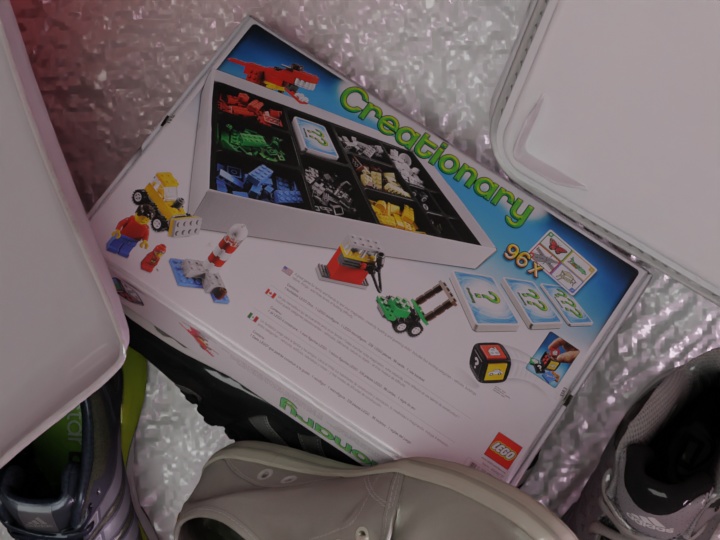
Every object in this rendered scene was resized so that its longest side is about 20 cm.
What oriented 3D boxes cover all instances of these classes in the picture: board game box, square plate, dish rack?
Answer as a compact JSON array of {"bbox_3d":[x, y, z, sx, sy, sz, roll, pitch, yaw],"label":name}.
[{"bbox_3d":[0.000,0.000,0.869,0.199,0.035,0.127,34,68,9],"label":"board game box"},{"bbox_3d":[-0.168,-0.010,0.887,0.198,0.028,0.201,-39,66,42],"label":"square plate"},{"bbox_3d":[0.146,-0.063,0.826,0.199,0.043,0.172,31,120,16],"label":"dish rack"}]

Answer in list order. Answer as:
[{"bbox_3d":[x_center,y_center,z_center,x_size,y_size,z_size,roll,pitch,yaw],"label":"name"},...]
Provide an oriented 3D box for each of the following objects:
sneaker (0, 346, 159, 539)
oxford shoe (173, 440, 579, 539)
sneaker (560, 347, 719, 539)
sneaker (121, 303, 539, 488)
[{"bbox_3d":[-0.129,0.108,0.937,0.073,0.081,0.202,-5,100,14],"label":"sneaker"},{"bbox_3d":[0.003,0.108,0.829,0.199,0.058,0.075,3,131,43],"label":"oxford shoe"},{"bbox_3d":[0.095,0.113,0.826,0.075,0.116,0.201,25,76,10],"label":"sneaker"},{"bbox_3d":[-0.031,0.070,0.914,0.199,0.076,0.088,27,114,9],"label":"sneaker"}]
